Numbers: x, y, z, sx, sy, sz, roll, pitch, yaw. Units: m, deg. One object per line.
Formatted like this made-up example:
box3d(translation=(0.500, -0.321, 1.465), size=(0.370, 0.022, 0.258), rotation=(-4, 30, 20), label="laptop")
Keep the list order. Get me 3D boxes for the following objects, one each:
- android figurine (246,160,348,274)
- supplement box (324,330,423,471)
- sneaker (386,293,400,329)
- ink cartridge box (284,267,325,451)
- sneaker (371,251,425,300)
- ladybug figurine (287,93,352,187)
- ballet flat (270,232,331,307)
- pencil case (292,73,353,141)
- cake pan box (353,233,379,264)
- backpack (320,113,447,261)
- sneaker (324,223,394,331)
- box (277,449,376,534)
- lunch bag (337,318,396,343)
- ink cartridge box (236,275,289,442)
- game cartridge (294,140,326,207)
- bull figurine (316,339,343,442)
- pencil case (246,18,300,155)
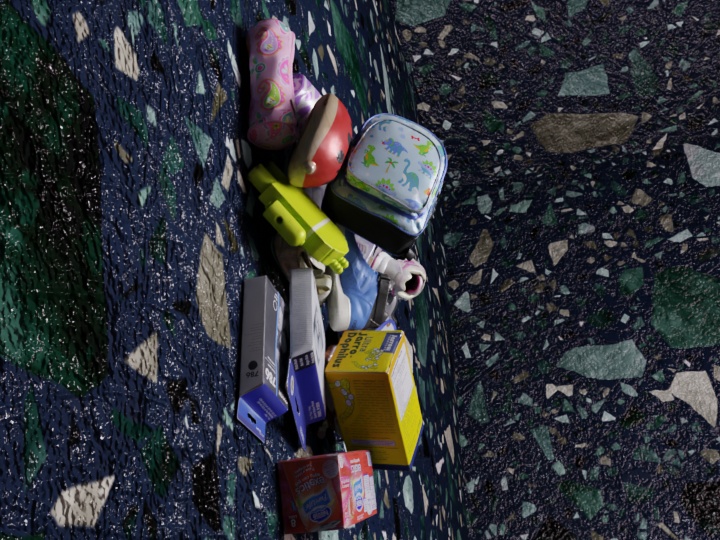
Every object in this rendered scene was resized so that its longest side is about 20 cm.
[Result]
box3d(translation=(-0.088, -0.078, 1.169), size=(0.201, 0.041, 0.182), rotation=(49, 14, -4), label="android figurine")
box3d(translation=(0.026, 0.211, 1.261), size=(0.109, 0.107, 0.203), rotation=(-61, 144, -54), label="supplement box")
box3d(translation=(0.042, 0.032, 1.650), size=(0.078, 0.137, 0.204), rotation=(-42, 124, -84), label="sneaker")
box3d(translation=(-0.078, 0.135, 1.163), size=(0.201, 0.040, 0.203), rotation=(84, 3, -52), label="ink cartridge box")
box3d(translation=(0.090, 0.021, 1.543), size=(0.199, 0.087, 0.082), rotation=(3, 115, -63), label="sneaker")
box3d(translation=(-0.058, -0.192, 1.187), size=(0.137, 0.071, 0.201), rotation=(-58, -168, 34), label="ladybug figurine")
box3d(translation=(-0.084, 0.014, 1.261), size=(0.201, 0.066, 0.069), rotation=(67, 20, -49), label="ballet flat")
box3d(translation=(-0.074, -0.240, 1.328), size=(0.084, 0.085, 0.201), rotation=(-49, 126, -15), label="pencil case")
box3d(translation=(0.012, -0.048, 1.463), size=(0.201, 0.052, 0.186), rotation=(107, 8, -61), label="cake pan box")
box3d(translation=(0.051, -0.156, 1.264), size=(0.202, 0.181, 0.147), rotation=(-66, -175, -31), label="backpack")
box3d(translation=(0.000, 0.000, 1.311), size=(0.077, 0.109, 0.204), rotation=(144, -56, -64), label="sneaker")
box3d(translation=(-0.045, 0.323, 1.149), size=(0.200, 0.094, 0.102), rotation=(37, 45, -73), label="box")
box3d(translation=(0.022, 0.169, 1.453), size=(0.200, 0.121, 0.173), rotation=(-96, 172, -77), label="lunch bag")
box3d(translation=(-0.129, 0.119, 1.050), size=(0.100, 0.038, 0.203), rotation=(63, 22, -57), label="ink cartridge box")
box3d(translation=(-0.064, -0.178, 1.426), size=(0.128, 0.038, 0.203), rotation=(19, 53, -28), label="game cartridge")
box3d(translation=(-0.036, 0.224, 1.334), size=(0.121, 0.064, 0.204), rotation=(-5, 86, -77), label="bull figurine")
box3d(translation=(-0.136, -0.287, 1.208), size=(0.088, 0.086, 0.204), rotation=(54, 28, -64), label="pencil case")
